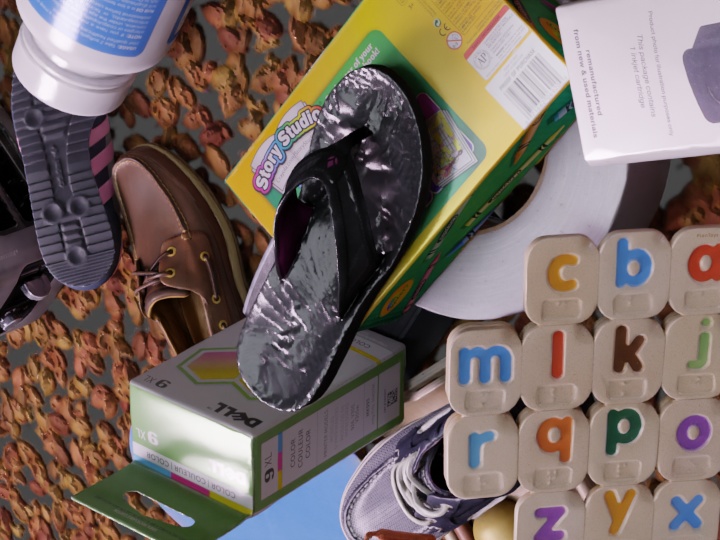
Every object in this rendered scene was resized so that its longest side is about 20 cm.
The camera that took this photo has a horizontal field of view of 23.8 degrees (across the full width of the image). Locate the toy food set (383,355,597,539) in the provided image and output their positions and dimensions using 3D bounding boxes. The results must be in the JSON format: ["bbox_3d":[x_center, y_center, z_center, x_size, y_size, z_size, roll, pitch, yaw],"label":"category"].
[{"bbox_3d":[0.083,0.155,1.085,0.143,0.060,0.201,-37,81,43],"label":"toy food set"}]

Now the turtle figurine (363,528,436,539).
[{"bbox_3d":[0.096,0.208,0.950,0.199,0.162,0.065,17,131,-8],"label":"turtle figurine"}]

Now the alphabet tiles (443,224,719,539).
[{"bbox_3d":[0.143,0.071,0.933,0.015,0.199,0.197,-117,25,-69],"label":"alphabet tiles"}]

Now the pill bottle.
[{"bbox_3d":[-0.160,-0.201,1.117,0.112,0.112,0.200,47,130,18],"label":"pill bottle"}]

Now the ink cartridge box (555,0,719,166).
[{"bbox_3d":[0.218,-0.111,0.806,0.199,0.144,0.085,-3,104,42],"label":"ink cartridge box"}]

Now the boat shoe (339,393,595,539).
[{"bbox_3d":[0.043,0.121,1.022,0.200,0.093,0.075,-41,78,31],"label":"boat shoe"}]

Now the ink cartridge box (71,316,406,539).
[{"bbox_3d":[-0.072,0.090,1.041,0.103,0.200,0.060,20,122,35],"label":"ink cartridge box"}]

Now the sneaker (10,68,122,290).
[{"bbox_3d":[-0.214,-0.084,1.254,0.070,0.082,0.201,-5,84,-1],"label":"sneaker"}]

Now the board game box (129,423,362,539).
[{"bbox_3d":[-0.066,0.138,1.206,0.199,0.039,0.159,8,134,21],"label":"board game box"}]

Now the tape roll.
[{"bbox_3d":[0.073,-0.076,0.973,0.199,0.066,0.202,4,99,31],"label":"tape roll"}]

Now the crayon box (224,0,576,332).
[{"bbox_3d":[0.028,-0.078,0.927,0.119,0.058,0.200,49,118,16],"label":"crayon box"}]

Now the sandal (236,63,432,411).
[{"bbox_3d":[-0.018,-0.011,0.902,0.075,0.048,0.201,30,113,24],"label":"sandal"}]

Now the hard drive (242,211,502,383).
[{"bbox_3d":[0.000,0.000,1.111,0.135,0.042,0.200,48,131,17],"label":"hard drive"}]

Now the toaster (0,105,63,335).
[{"bbox_3d":[-0.333,-0.036,1.300,0.119,0.181,0.200,-42,79,39],"label":"toaster"}]

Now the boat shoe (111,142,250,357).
[{"bbox_3d":[-0.124,0.004,1.204,0.072,0.067,0.201,-30,86,44],"label":"boat shoe"}]
